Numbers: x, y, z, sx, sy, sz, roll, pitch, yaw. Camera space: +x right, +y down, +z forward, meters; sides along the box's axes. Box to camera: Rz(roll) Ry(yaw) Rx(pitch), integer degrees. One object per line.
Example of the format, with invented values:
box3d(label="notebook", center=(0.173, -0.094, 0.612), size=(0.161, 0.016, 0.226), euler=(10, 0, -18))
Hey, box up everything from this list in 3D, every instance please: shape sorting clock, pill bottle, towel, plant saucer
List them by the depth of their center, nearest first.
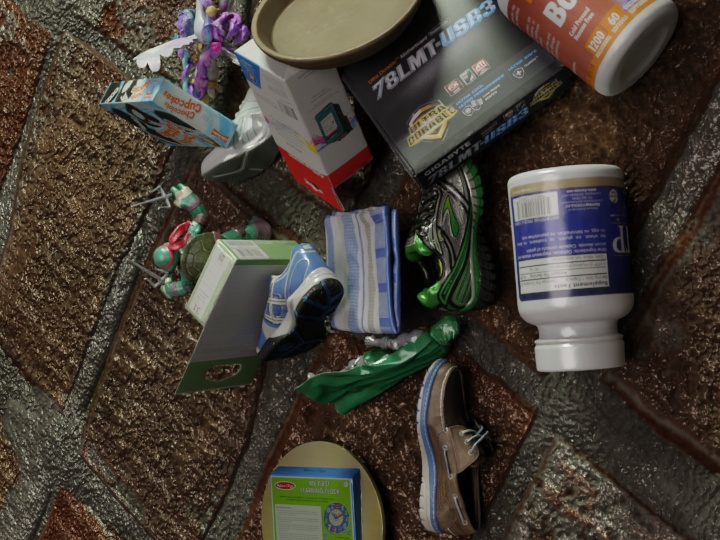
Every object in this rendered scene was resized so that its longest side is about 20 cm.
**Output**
box3d(label="pill bottle", center=(0.211, -0.277, 1.187), size=(0.200, 0.112, 0.112), euler=(44, 116, 21))
box3d(label="pill bottle", center=(0.216, -0.001, 1.196), size=(0.119, 0.119, 0.201), euler=(-6, 87, 38))
box3d(label="plant saucer", center=(-0.023, -0.285, 1.291), size=(0.199, 0.030, 0.201), euler=(-11, 45, 12))
box3d(label="towel", center=(0.000, 0.000, 1.365), size=(0.200, 0.024, 0.148), euler=(179, 89, -69))
box3d(label="shape sorting clock", center=(-0.047, 0.312, 1.453), size=(0.199, 0.039, 0.202), euler=(0, 90, 39))

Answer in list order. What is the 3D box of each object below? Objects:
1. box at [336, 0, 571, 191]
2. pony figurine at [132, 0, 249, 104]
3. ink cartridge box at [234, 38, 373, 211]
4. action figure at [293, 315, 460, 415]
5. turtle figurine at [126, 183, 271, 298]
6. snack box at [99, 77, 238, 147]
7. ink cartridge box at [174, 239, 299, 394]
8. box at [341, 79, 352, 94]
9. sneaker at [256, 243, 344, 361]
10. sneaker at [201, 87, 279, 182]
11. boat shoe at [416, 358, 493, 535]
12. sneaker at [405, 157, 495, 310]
box3d(label="box", center=(0.093, -0.221, 1.282), size=(0.200, 0.050, 0.199), euler=(-35, 64, 6))
box3d(label="pony figurine", center=(-0.189, -0.303, 1.485), size=(0.165, 0.193, 0.201), euler=(10, 100, -4))
box3d(label="ink cartridge box", center=(-0.059, -0.177, 1.371), size=(0.067, 0.201, 0.116), euler=(-38, 42, -15))
box3d(label="action figure", center=(0.033, 0.103, 1.363), size=(0.199, 0.118, 0.055), euler=(-27, 63, 26))
box3d(label="turtle figurine", center=(-0.203, -0.021, 1.468), size=(0.101, 0.199, 0.150), euler=(38, 115, 39))
box3d(label="snack box", center=(-0.251, -0.202, 1.518), size=(0.200, 0.116, 0.037), euler=(11, 74, 59))
box3d(label="ink cartridge box", center=(-0.156, 0.056, 1.469), size=(0.048, 0.145, 0.201), euler=(42, 115, 29))
box3d(label="box", center=(-0.012, -0.316, 1.401), size=(0.064, 0.070, 0.202), euler=(-2, 89, 37))
box3d(label="sneaker", center=(-0.080, 0.044, 1.441), size=(0.200, 0.075, 0.077), euler=(-54, 53, 45))
box3d(label="sneaker", center=(-0.131, -0.185, 1.503), size=(0.200, 0.070, 0.081), euler=(-35, 64, 25))
box3d(label="boat shoe", center=(0.111, 0.199, 1.318), size=(0.072, 0.072, 0.201), euler=(4, 103, 33))
box3d(label="sneaker", center=(0.090, -0.054, 1.294), size=(0.078, 0.085, 0.201), euler=(153, 109, -63))
